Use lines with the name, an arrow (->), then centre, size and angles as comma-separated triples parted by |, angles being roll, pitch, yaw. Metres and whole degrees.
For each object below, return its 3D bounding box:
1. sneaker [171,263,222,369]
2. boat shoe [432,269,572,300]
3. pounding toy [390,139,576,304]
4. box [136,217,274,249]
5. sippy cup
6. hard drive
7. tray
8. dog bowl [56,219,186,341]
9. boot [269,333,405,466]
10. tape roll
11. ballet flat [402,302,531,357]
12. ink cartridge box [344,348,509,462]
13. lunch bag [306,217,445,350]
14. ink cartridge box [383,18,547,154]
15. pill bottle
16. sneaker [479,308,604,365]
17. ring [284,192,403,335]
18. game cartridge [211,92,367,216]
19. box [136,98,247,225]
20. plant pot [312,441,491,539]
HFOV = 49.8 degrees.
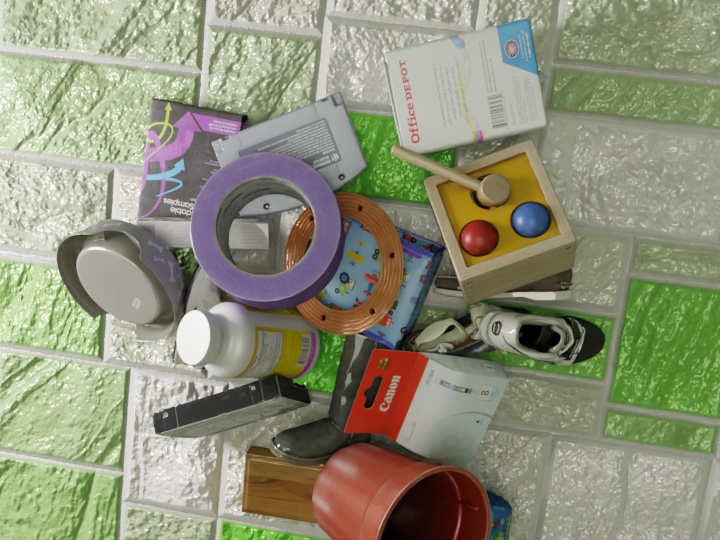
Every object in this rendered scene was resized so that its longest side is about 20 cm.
sneaker -> -0.208, 0.066, 1.173 | 0.115, 0.076, 0.201 | 16, 115, -5
boat shoe -> 0.203, 0.011, 1.111 | 0.199, 0.072, 0.060 | 1, 92, 4
pounding toy -> 0.164, -0.084, 1.040 | 0.183, 0.142, 0.201 | -20, 67, 5
box -> -0.226, -0.055, 1.136 | 0.199, 0.039, 0.042 | 1, 103, 7
sippy cup -> 0.163, 0.394, 1.152 | 0.177, 0.140, 0.131 | 16, 91, -15
hard drive -> -0.188, 0.207, 1.155 | 0.199, 0.140, 0.038 | -18, 73, 9
tray -> -0.083, 0.341, 1.216 | 0.199, 0.037, 0.099 | 7, 100, 7
dog bowl -> -0.345, 0.012, 1.142 | 0.199, 0.059, 0.201 | 15, 134, 17
boot -> -0.032, 0.183, 1.140 | 0.181, 0.073, 0.201 | 4, 112, -37
tape roll -> -0.122, -0.051, 1.047 | 0.199, 0.085, 0.201 | -1, 79, 3
ballet flat -> 0.152, 0.088, 1.115 | 0.199, 0.073, 0.073 | -20, 96, 3
ink cartridge box -> 0.093, 0.195, 1.108 | 0.199, 0.047, 0.161 | 8, 120, -19
lunch bag -> 0.000, 0.000, 1.133 | 0.199, 0.094, 0.151 | 25, 104, 12
ink cartridge box -> 0.142, -0.246, 1.070 | 0.199, 0.085, 0.145 | -11, 97, 7
pill bottle -> -0.157, 0.100, 1.096 | 0.104, 0.199, 0.105 | -8, 77, 39
sneaker -> 0.271, 0.099, 1.078 | 0.199, 0.088, 0.075 | 6, 92, -23
ring -> -0.024, -0.010, 1.099 | 0.199, 0.019, 0.202 | 1, 92, 31
game cartridge -> -0.098, -0.159, 1.121 | 0.199, 0.041, 0.134 | -21, 99, 1
box -> -0.253, -0.145, 1.161 | 0.142, 0.036, 0.201 | 11, 102, 5
plant pot -> 0.043, 0.340, 1.082 | 0.200, 0.195, 0.202 | -5, 100, -34
